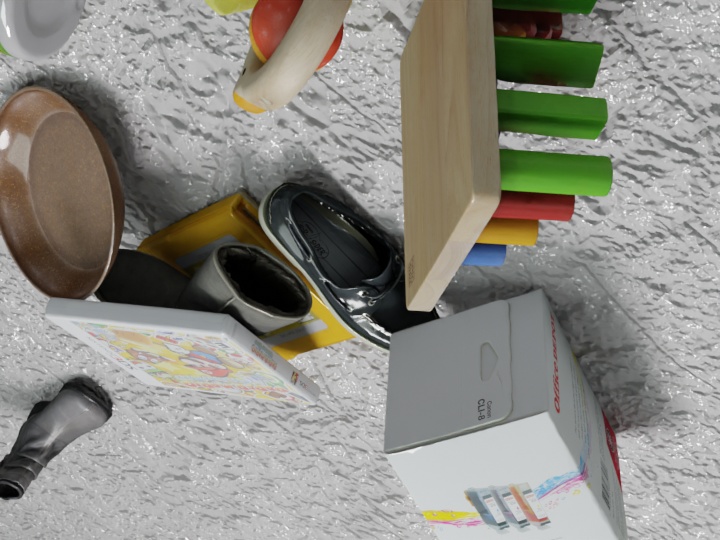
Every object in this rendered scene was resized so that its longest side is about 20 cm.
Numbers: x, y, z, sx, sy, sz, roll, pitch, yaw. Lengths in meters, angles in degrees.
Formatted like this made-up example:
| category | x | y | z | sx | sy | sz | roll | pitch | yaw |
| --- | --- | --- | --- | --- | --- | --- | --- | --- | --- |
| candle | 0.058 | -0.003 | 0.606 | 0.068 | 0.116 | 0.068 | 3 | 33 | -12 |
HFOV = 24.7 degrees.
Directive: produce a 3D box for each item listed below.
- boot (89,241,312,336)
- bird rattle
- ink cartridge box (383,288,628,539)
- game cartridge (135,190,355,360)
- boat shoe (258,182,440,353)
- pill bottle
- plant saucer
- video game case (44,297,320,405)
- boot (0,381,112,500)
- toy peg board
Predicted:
| category | x | y | z | sx | sy | sz | roll | pitch | yaw |
| --- | --- | --- | --- | --- | --- | --- | --- | --- | --- |
| boot | -0.148 | 0.016 | 1.468 | 0.181 | 0.073 | 0.200 | 24 | 166 | -10 |
| bird rattle | -0.027 | -0.183 | 1.104 | 0.112 | 0.164 | 0.200 | 27 | 162 | -27 |
| ink cartridge box | 0.123 | 0.145 | 1.374 | 0.144 | 0.146 | 0.200 | -17 | 128 | 17 |
| game cartridge | -0.107 | 0.016 | 1.549 | 0.176 | 0.032 | 0.200 | 44 | 146 | -17 |
| boat shoe | 0.001 | -0.002 | 1.390 | 0.199 | 0.075 | 0.066 | 48 | 158 | -7 |
| pill bottle | -0.328 | -0.246 | 1.311 | 0.199 | 0.111 | 0.111 | 20 | 146 | 20 |
| plant saucer | -0.272 | -0.071 | 1.502 | 0.200 | 0.037 | 0.201 | 17 | 114 | 44 |
| video game case | -0.162 | 0.076 | 1.514 | 0.199 | 0.023 | 0.182 | 4 | 158 | 29 |
| boot | -0.375 | 0.213 | 1.954 | 0.070 | 0.132 | 0.200 | 40 | 148 | -11 |
| toy peg board | 0.094 | -0.096 | 1.092 | 0.097 | 0.201 | 0.199 | 3 | 158 | -9 |
